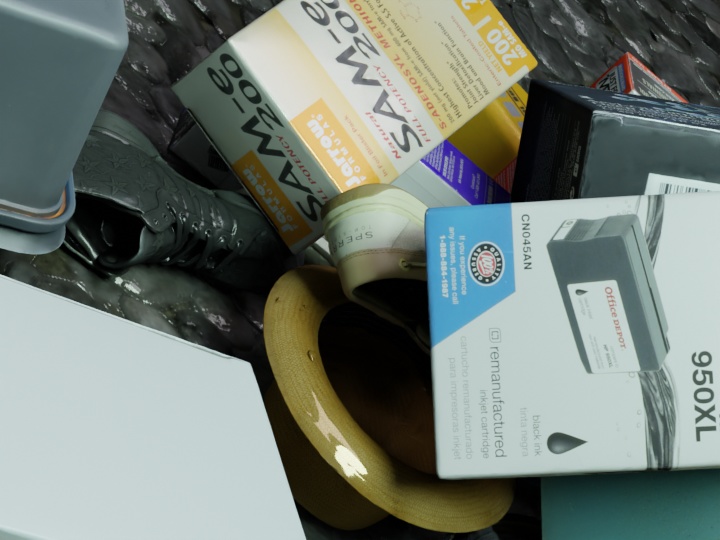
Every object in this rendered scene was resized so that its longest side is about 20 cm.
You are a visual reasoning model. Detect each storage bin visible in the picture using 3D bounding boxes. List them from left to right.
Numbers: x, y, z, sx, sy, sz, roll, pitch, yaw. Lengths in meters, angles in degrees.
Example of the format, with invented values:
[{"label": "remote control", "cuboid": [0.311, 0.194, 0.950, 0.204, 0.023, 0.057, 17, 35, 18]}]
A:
[{"label": "storage bin", "cuboid": [-0.216, -0.108, 1.131, 0.200, 0.134, 0.146, 16, 38, -25]}]

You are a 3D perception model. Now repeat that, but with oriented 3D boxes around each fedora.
[{"label": "fedora", "cuboid": [0.000, 0.088, 1.283, 0.200, 0.082, 0.201, 35, 29, -23]}]

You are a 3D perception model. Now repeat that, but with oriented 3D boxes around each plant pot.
[{"label": "plant pot", "cuboid": [0.222, 0.152, 1.275, 0.141, 0.200, 0.142, 7, 81, -63]}]

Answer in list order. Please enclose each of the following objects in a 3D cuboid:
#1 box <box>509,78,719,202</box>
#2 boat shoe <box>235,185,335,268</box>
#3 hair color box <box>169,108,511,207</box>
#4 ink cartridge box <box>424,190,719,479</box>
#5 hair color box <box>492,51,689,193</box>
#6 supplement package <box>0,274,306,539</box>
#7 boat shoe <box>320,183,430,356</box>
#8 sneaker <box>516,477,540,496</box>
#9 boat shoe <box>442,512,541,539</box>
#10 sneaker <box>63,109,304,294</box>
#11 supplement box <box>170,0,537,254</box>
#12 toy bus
[{"label": "box", "cuboid": [0.186, -0.049, 1.397, 0.148, 0.107, 0.200, 8, 9, -8]}, {"label": "boat shoe", "cuboid": [0.000, 0.000, 1.400, 0.200, 0.072, 0.060, 40, 62, -21]}, {"label": "hair color box", "cuboid": [-0.011, -0.064, 1.449, 0.200, 0.109, 0.065, 39, 27, -17]}, {"label": "ink cartridge box", "cuboid": [0.139, 0.035, 1.183, 0.084, 0.200, 0.145, 31, 56, -81]}, {"label": "hair color box", "cuboid": [0.157, -0.043, 1.568, 0.111, 0.200, 0.064, 37, 27, -20]}, {"label": "supplement package", "cuboid": [-0.137, 0.105, 1.022, 0.200, 0.111, 0.156, 22, 35, -40]}, {"label": "boat shoe", "cuboid": [0.051, 0.019, 1.295, 0.200, 0.074, 0.066, 26, 49, -39]}, {"label": "sneaker", "cuboid": [0.174, 0.069, 1.448, 0.070, 0.200, 0.082, 51, -11, 14]}, {"label": "boat shoe", "cuboid": [0.117, 0.182, 1.353, 0.200, 0.060, 0.074, 18, 37, -45]}, {"label": "sneaker", "cuboid": [-0.123, -0.025, 1.289, 0.200, 0.060, 0.104, 34, 30, -16]}, {"label": "supplement box", "cuboid": [0.000, -0.118, 1.352, 0.126, 0.074, 0.200, 53, 50, -4]}, {"label": "toy bus", "cuboid": [0.139, -0.055, 1.711, 0.078, 0.065, 0.200, -4, 56, -58]}]
